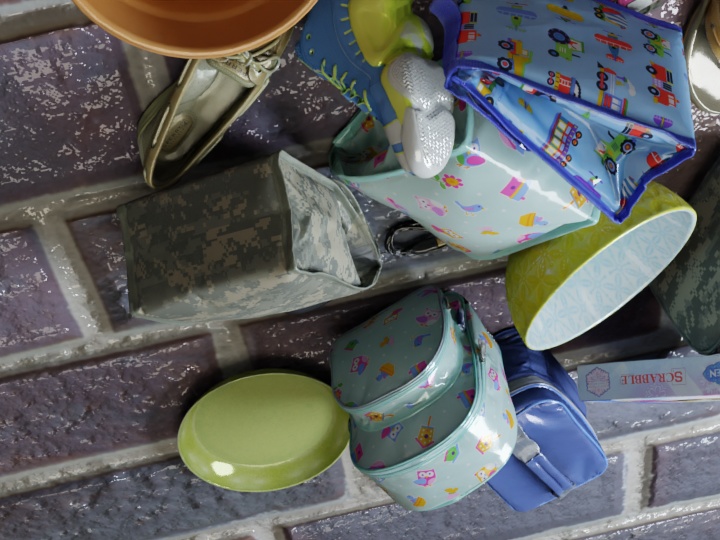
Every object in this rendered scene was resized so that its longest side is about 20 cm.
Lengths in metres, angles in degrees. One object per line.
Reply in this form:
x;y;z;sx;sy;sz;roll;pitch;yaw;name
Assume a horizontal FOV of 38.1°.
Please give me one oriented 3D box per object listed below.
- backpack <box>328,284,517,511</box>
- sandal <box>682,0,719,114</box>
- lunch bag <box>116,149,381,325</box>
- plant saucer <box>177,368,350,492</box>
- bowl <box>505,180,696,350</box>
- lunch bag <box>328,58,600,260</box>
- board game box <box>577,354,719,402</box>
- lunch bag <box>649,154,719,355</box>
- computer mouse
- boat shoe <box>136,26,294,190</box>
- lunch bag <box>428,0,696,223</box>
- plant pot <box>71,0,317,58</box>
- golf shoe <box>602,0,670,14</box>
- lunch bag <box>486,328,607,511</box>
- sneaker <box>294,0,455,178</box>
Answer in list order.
0.061;0.130;1.051;0.174;0.202;0.154;-29;131;15;backpack
0.331;-0.218;0.898;0.079;0.054;0.202;-2;132;-11;sandal
-0.089;-0.017;0.922;0.162;0.120;0.200;-15;166;20;lunch bag
-0.106;0.174;1.169;0.196;0.031;0.202;-6;132;-7;plant saucer
0.206;-0.028;0.989;0.198;0.108;0.201;-29;155;-15;bowl
0.087;-0.092;0.909;0.169;0.124;0.199;25;156;-31;lunch bag
0.364;0.117;1.107;0.197;0.042;0.198;-9;168;40;board game box
0.417;-0.018;1.049;0.165;0.140;0.202;0;131;-27;lunch bag
0.000;0.000;1.034;0.197;0.034;0.059;-22;132;7;computer mouse
-0.117;-0.150;0.850;0.073;0.064;0.200;30;120;-33;boat shoe
0.141;-0.155;0.778;0.198;0.152;0.094;27;134;-15;lunch bag
-0.113;-0.265;0.696;0.196;0.141;0.202;-6;132;-7;plant pot
0.203;-0.240;0.837;0.091;0.073;0.201;21;124;-27;golf shoe
0.186;0.182;1.172;0.135;0.133;0.200;-32;131;16;lunch bag
0.008;-0.151;0.806;0.104;0.203;0.075;-22;155;30;sneaker
